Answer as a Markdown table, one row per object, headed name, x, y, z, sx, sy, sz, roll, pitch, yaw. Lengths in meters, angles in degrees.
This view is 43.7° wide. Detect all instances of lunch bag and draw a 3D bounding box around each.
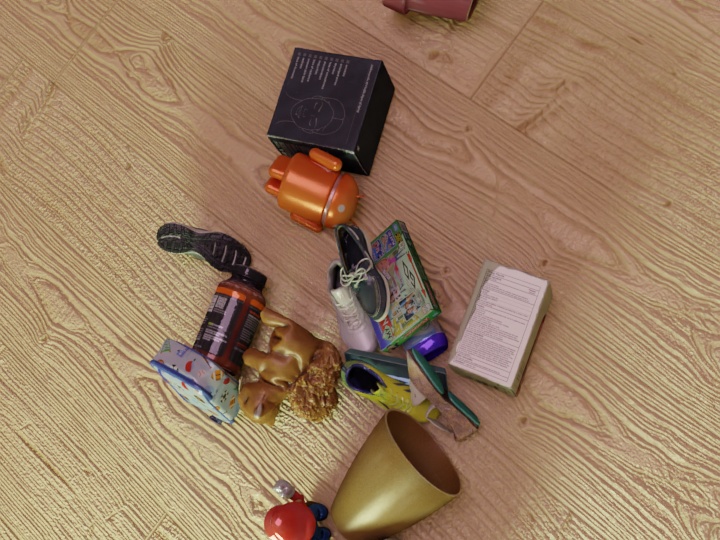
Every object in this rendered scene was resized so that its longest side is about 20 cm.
| name | x | y | z | sx | sy | sz | roll | pitch | yaw |
| --- | --- | --- | --- | --- | --- | --- | --- | --- | --- |
| lunch bag | -0.306 | 0.211 | 1.692 | 0.158 | 0.201 | 0.076 | 22 | 67 | 21 |

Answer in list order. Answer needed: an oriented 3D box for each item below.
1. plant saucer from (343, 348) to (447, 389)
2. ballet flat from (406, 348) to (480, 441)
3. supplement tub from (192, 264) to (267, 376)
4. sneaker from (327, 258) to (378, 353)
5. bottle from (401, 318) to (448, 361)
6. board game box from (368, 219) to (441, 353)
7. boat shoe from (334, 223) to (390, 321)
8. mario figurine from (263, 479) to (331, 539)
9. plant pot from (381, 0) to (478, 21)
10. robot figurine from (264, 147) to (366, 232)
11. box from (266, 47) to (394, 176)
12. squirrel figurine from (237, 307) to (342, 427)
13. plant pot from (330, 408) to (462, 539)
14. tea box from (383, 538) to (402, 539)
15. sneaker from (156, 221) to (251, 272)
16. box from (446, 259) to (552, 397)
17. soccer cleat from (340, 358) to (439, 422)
| name | x | y | z | sx | sy | sz | roll | pitch | yaw |
| --- | --- | --- | --- | --- | --- | --- | --- | --- | --- |
| plant saucer | 0.067 | 0.183 | 1.655 | 0.195 | 0.071 | 0.019 | 10 | 52 | 16 |
| ballet flat | 0.130 | 0.228 | 1.584 | 0.067 | 0.068 | 0.201 | -39 | 101 | 12 |
| supplement tub | -0.249 | 0.094 | 1.752 | 0.105 | 0.107 | 0.204 | 17 | 77 | 20 |
| sneaker | -0.026 | 0.069 | 1.697 | 0.077 | 0.099 | 0.203 | -25 | 69 | 8 |
| bottle | 0.089 | 0.073 | 1.680 | 0.083 | 0.065 | 0.203 | -30 | 68 | 12 |
| board game box | 0.060 | 0.028 | 1.643 | 0.134 | 0.029 | 0.203 | -39 | 54 | 27 |
| boat shoe | 0.000 | 0.000 | 1.645 | 0.074 | 0.061 | 0.204 | -33 | 57 | 31 |
| mario figurine | -0.120 | 0.441 | 1.564 | 0.106 | 0.200 | 0.123 | -45 | 67 | -1 |
| plant pot | 0.159 | -0.594 | 1.796 | 0.176 | 0.200 | 0.204 | 24 | 82 | 5 |
| robot figurine | -0.086 | -0.156 | 1.758 | 0.196 | 0.117 | 0.147 | 23 | 89 | 2 |
| box | -0.057 | -0.320 | 1.805 | 0.192 | 0.124 | 0.204 | 13 | 78 | 21 |
| squirrel figurine | -0.133 | 0.205 | 1.664 | 0.197 | 0.142 | 0.189 | 24 | 74 | 13 |
| plant pot | 0.045 | 0.380 | 1.559 | 0.200 | 0.186 | 0.187 | -47 | 67 | 13 |
| tea box | 0.002 | 0.585 | 1.523 | 0.196 | 0.134 | 0.201 | -22 | 69 | 10 |
| sneaker | -0.313 | -0.053 | 1.834 | 0.196 | 0.079 | 0.076 | 19 | 97 | 3 |
| box | 0.251 | 0.104 | 1.600 | 0.125 | 0.109 | 0.204 | 19 | 80 | 21 |
| soccer cleat | 0.052 | 0.223 | 1.619 | 0.197 | 0.084 | 0.066 | 27 | 90 | 1 |
